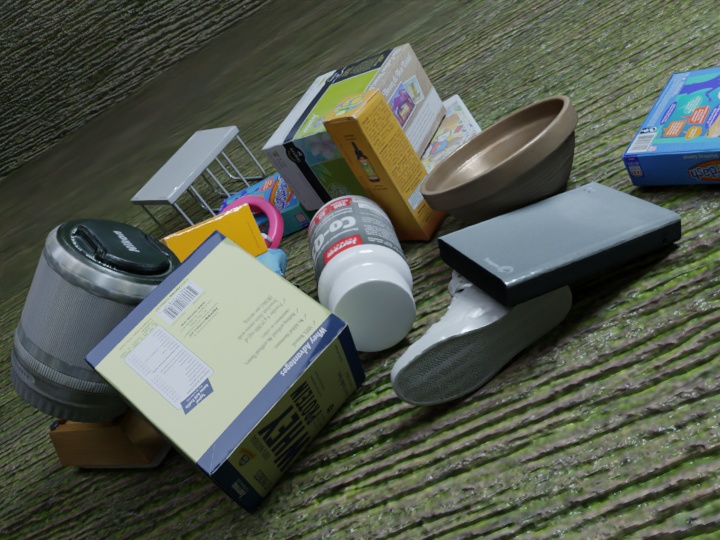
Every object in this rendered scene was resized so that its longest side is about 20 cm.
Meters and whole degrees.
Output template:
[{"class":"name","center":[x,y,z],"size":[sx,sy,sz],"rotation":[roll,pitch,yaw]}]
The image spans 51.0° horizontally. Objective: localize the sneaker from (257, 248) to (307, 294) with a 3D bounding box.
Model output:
[{"class":"sneaker","center":[-0.113,0.041,1.039],"size":[0.089,0.079,0.201],"rotation":[-9,39,7]}]

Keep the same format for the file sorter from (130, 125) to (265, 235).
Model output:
[{"class":"file sorter","center":[-0.300,-0.158,1.431],"size":[0.138,0.125,0.200],"rotation":[4,49,47]}]

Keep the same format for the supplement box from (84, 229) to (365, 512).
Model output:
[{"class":"supplement box","center":[-0.138,0.105,0.810],"size":[0.199,0.135,0.200],"rotation":[34,70,26]}]

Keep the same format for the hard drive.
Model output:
[{"class":"hard drive","center":[0.197,-0.031,0.767],"size":[0.199,0.033,0.140],"rotation":[-20,27,-15]}]

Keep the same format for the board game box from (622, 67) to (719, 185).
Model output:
[{"class":"board game box","center":[0.396,-0.155,0.776],"size":[0.199,0.045,0.152],"rotation":[5,49,49]}]

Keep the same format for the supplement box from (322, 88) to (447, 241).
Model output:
[{"class":"supplement box","center":[0.036,-0.132,0.973],"size":[0.066,0.200,0.069],"rotation":[3,47,47]}]

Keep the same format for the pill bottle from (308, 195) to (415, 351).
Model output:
[{"class":"pill bottle","center":[0.000,0.000,0.913],"size":[0.113,0.114,0.200],"rotation":[-31,30,9]}]

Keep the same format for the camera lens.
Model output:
[{"class":"camera lens","center":[-0.305,0.052,0.878],"size":[0.201,0.159,0.160],"rotation":[-64,25,17]}]

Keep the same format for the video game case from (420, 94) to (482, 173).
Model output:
[{"class":"video game case","center":[0.096,-0.186,1.165],"size":[0.181,0.023,0.200],"rotation":[-30,31,11]}]

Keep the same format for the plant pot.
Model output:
[{"class":"plant pot","center":[0.176,-0.111,0.888],"size":[0.200,0.093,0.201],"rotation":[-32,15,9]}]

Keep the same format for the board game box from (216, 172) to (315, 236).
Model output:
[{"class":"board game box","center":[-0.164,-0.102,1.293],"size":[0.199,0.045,0.153],"rotation":[-22,33,22]}]

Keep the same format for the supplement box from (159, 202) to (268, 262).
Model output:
[{"class":"supplement box","center":[-0.226,-0.020,1.037],"size":[0.126,0.074,0.200],"rotation":[-28,5,-30]}]

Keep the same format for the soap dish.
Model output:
[{"class":"soap dish","center":[-0.315,0.184,1.016],"size":[0.199,0.081,0.158],"rotation":[-12,38,37]}]

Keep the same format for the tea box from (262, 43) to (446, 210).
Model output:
[{"class":"tea box","center":[-0.005,-0.216,1.158],"size":[0.196,0.134,0.201],"rotation":[-8,40,41]}]

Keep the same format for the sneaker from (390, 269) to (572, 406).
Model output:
[{"class":"sneaker","center":[0.105,0.055,0.779],"size":[0.199,0.074,0.116],"rotation":[-29,28,-8]}]

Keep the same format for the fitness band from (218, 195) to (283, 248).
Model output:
[{"class":"fitness band","center":[-0.206,-0.030,1.194],"size":[0.200,0.037,0.143],"rotation":[-52,47,-5]}]
